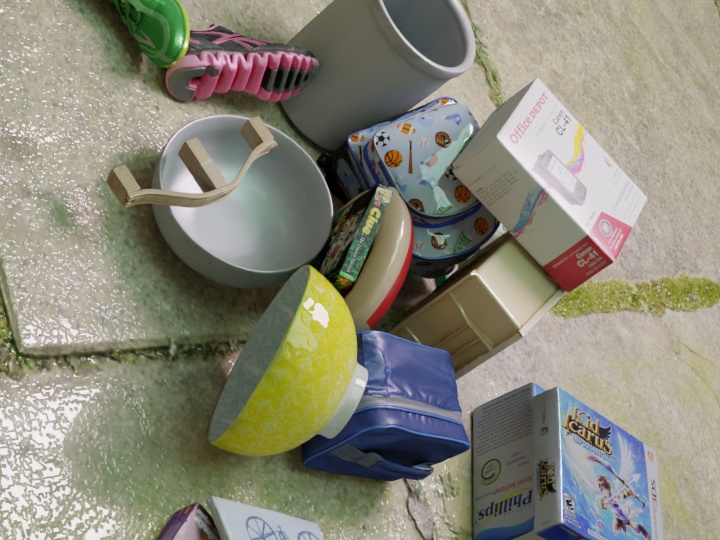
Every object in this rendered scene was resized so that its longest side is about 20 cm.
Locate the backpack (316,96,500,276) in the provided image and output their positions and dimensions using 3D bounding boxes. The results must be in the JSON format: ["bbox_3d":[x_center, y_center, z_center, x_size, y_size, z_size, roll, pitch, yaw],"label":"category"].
[{"bbox_3d":[0.080,-0.097,1.779,0.199,0.154,0.191,-23,88,-16],"label":"backpack"}]

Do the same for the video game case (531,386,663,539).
[{"bbox_3d":[0.283,0.259,1.765,0.200,0.045,0.182,33,43,-33],"label":"video game case"}]

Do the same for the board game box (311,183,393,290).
[{"bbox_3d":[-0.024,-0.021,1.564,0.023,0.200,0.105,24,75,-12],"label":"board game box"}]

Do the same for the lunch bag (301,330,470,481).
[{"bbox_3d":[0.025,0.160,1.616,0.199,0.136,0.133,18,54,-45],"label":"lunch bag"}]

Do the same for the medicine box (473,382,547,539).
[{"bbox_3d":[0.233,0.271,1.823,0.182,0.103,0.201,32,44,-33],"label":"medicine box"}]

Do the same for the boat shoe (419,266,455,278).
[{"bbox_3d":[0.063,-0.079,1.885,0.201,0.072,0.065,62,15,14],"label":"boat shoe"}]

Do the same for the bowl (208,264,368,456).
[{"bbox_3d":[-0.057,0.107,1.478,0.107,0.200,0.201,30,43,-10],"label":"bowl"}]

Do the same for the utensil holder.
[{"bbox_3d":[0.012,-0.262,1.821,0.170,0.200,0.171,29,45,-33],"label":"utensil holder"}]

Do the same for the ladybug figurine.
[{"bbox_3d":[0.000,0.000,1.674,0.072,0.135,0.201,35,80,-40],"label":"ladybug figurine"}]

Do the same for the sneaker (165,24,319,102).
[{"bbox_3d":[-0.141,-0.251,1.723,0.199,0.079,0.096,-2,52,-33],"label":"sneaker"}]

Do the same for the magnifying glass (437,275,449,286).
[{"bbox_3d":[0.122,0.048,1.905,0.080,0.022,0.201,39,43,-23],"label":"magnifying glass"}]

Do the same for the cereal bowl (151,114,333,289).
[{"bbox_3d":[-0.134,-0.063,1.594,0.199,0.083,0.201,14,52,-19],"label":"cereal bowl"}]

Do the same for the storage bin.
[{"bbox_3d":[0.145,0.039,1.767,0.094,0.198,0.200,51,43,-1],"label":"storage bin"}]

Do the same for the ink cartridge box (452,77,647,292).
[{"bbox_3d":[0.221,-0.099,1.715,0.200,0.086,0.148,46,43,-10],"label":"ink cartridge box"}]

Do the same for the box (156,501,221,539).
[{"bbox_3d":[-0.129,0.336,1.392,0.200,0.039,0.137,51,37,-13],"label":"box"}]

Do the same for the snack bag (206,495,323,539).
[{"bbox_3d":[-0.062,0.318,1.438,0.188,0.021,0.201,29,31,-54],"label":"snack bag"}]

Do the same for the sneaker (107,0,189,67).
[{"bbox_3d":[-0.259,-0.306,1.642,0.083,0.074,0.201,-13,68,-55],"label":"sneaker"}]

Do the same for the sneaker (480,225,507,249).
[{"bbox_3d":[0.182,-0.070,2.006,0.200,0.084,0.073,39,43,-25],"label":"sneaker"}]

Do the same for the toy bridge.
[{"bbox_3d":[-0.161,-0.103,1.535,0.199,0.027,0.067,-25,74,-37],"label":"toy bridge"}]
